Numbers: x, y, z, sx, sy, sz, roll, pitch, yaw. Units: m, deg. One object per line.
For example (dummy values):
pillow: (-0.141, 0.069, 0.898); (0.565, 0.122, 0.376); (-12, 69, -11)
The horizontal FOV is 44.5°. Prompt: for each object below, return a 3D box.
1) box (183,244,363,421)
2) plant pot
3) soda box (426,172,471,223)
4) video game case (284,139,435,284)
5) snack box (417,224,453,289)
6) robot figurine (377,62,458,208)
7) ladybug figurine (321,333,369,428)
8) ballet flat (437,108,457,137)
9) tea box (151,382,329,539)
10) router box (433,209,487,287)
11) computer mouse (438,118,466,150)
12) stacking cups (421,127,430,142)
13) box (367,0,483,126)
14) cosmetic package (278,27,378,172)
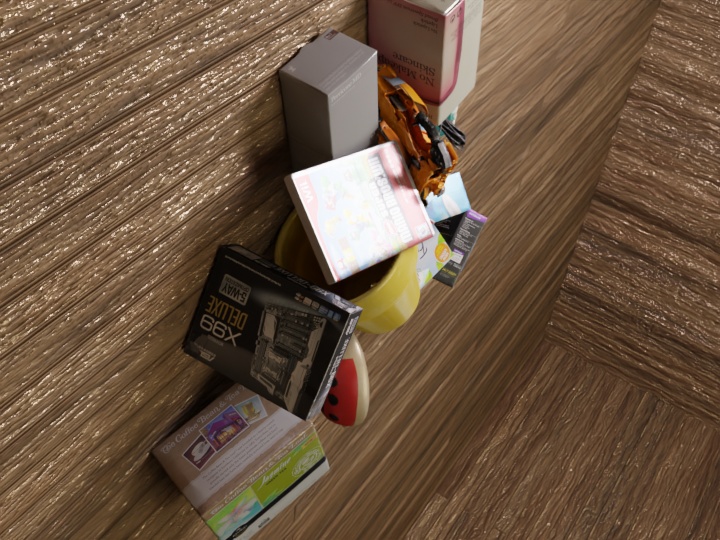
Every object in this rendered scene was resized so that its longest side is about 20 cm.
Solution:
box: (-0.117, 0.078, 1.148); (0.158, 0.199, 0.050); (-67, 163, 13)
plant pot: (0.000, 0.000, 1.294); (0.201, 0.200, 0.189); (-58, 150, -11)
soda box: (0.080, -0.099, 1.445); (0.199, 0.068, 0.064); (-21, -176, -26)
video game case: (0.005, -0.080, 1.135); (0.200, 0.144, 0.017); (-25, -177, -42)
snack box: (0.049, -0.018, 1.493); (0.200, 0.053, 0.142); (-44, 112, -23)
robot figurine: (0.063, -0.185, 1.225); (0.058, 0.200, 0.145); (-24, 160, -30)
ladybug figurine: (-0.041, 0.194, 1.574); (0.072, 0.136, 0.201); (-15, 107, -29)
ballet flat: (0.141, -0.322, 1.488); (0.072, 0.072, 0.201); (-40, 152, -46)
tea box: (-0.171, 0.282, 1.305); (0.200, 0.134, 0.197); (-39, 151, -16)
router box: (0.168, -0.054, 1.745); (0.150, 0.051, 0.200); (-64, -167, 2)
computer mouse: (0.093, -0.209, 1.386); (0.046, 0.140, 0.200); (-32, -165, 50)
stacking cups: (0.080, -0.214, 1.334); (0.061, 0.060, 0.201); (79, 14, -59)
box: (0.090, -0.328, 1.242); (0.109, 0.128, 0.200); (-50, 156, -29)
cosmetic package: (-0.037, -0.202, 1.156); (0.107, 0.090, 0.200); (-48, 158, -25)
